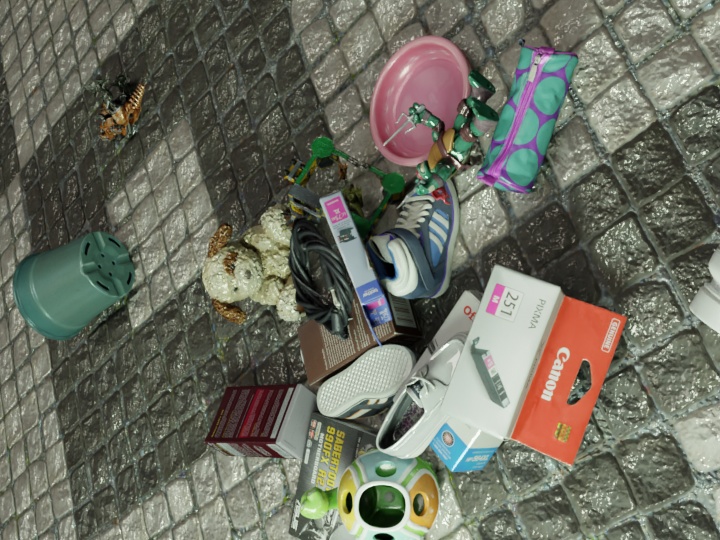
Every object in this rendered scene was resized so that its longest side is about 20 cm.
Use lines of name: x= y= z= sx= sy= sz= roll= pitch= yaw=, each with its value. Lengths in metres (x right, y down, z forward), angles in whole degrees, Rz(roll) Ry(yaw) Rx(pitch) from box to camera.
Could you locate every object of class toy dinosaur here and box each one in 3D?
toy dinosaur: x=-0.529 y=-0.364 z=2.025 sx=0.198 sy=0.102 sz=0.137 roll=-26 pitch=88 yaw=22

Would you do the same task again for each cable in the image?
cable: x=-0.071 y=0.005 z=1.382 sx=0.200 sy=0.050 sz=0.165 roll=48 pitch=153 yaw=49

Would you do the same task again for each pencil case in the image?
pencil case: x=0.227 y=-0.208 z=1.253 sx=0.084 sy=0.092 sz=0.203 roll=23 pitch=100 yaw=29

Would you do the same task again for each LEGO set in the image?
LEGO set: x=-0.024 y=-0.107 z=1.460 sx=0.197 sy=0.116 sz=0.156 roll=20 pitch=70 yaw=10

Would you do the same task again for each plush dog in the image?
plush dog: x=-0.189 y=-0.008 z=1.546 sx=0.160 sy=0.170 sz=0.204 roll=14 pitch=114 yaw=56

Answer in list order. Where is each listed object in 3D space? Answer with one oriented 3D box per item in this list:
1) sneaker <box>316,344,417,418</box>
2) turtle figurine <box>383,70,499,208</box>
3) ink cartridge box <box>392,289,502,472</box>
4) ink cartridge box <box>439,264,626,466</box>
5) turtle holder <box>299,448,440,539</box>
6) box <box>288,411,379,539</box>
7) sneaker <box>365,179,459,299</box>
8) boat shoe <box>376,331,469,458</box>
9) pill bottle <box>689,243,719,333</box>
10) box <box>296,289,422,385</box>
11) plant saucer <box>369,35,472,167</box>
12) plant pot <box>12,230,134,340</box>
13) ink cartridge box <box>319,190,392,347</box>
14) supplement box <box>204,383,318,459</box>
sneaker: x=0.025 y=0.169 z=1.382 sx=0.199 sy=0.079 sz=0.080 roll=-29 pitch=58 yaw=38
turtle figurine: x=0.116 y=-0.180 z=1.298 sx=0.200 sy=0.099 sz=0.152 roll=-46 pitch=47 yaw=38
ink cartridge box: x=0.157 y=0.152 z=1.257 sx=0.146 sy=0.084 sz=0.201 roll=48 pitch=113 yaw=37
ink cartridge box: x=0.213 y=0.116 z=1.133 sx=0.171 sy=0.043 sz=0.203 roll=20 pitch=85 yaw=26
turtle holder: x=0.021 y=0.315 z=1.285 sx=0.183 sy=0.132 sz=0.143 roll=25 pitch=89 yaw=10
box: x=-0.029 y=0.338 z=1.425 sx=0.157 sy=0.048 sz=0.204 roll=12 pitch=91 yaw=45
sneaker: x=0.072 y=-0.061 z=1.335 sx=0.080 sy=0.145 sz=0.204 roll=-3 pitch=81 yaw=42
boat shoe: x=0.086 y=0.165 z=1.214 sx=0.201 sy=0.068 sz=0.072 roll=-53 pitch=52 yaw=20
pill bottle: x=0.452 y=-0.018 z=0.987 sx=0.113 sy=0.112 sz=0.202 roll=42 pitch=111 yaw=40
box: x=-0.005 y=0.099 z=1.432 sx=0.199 sy=0.074 sz=0.102 roll=-32 pitch=62 yaw=34
plant saucer: x=0.101 y=-0.258 z=1.412 sx=0.198 sy=0.050 sz=0.204 roll=-9 pitch=76 yaw=41
plant pot: x=-0.600 y=0.021 z=1.944 sx=0.194 sy=0.199 sz=0.203 roll=-25 pitch=66 yaw=30
ink cartridge box: x=0.000 y=0.000 z=1.290 sx=0.041 sy=0.120 sz=0.203 roll=-20 pitch=70 yaw=1
supplement box: x=-0.166 y=0.254 z=1.539 sx=0.198 sy=0.061 sz=0.110 roll=-8 pitch=51 yaw=42
